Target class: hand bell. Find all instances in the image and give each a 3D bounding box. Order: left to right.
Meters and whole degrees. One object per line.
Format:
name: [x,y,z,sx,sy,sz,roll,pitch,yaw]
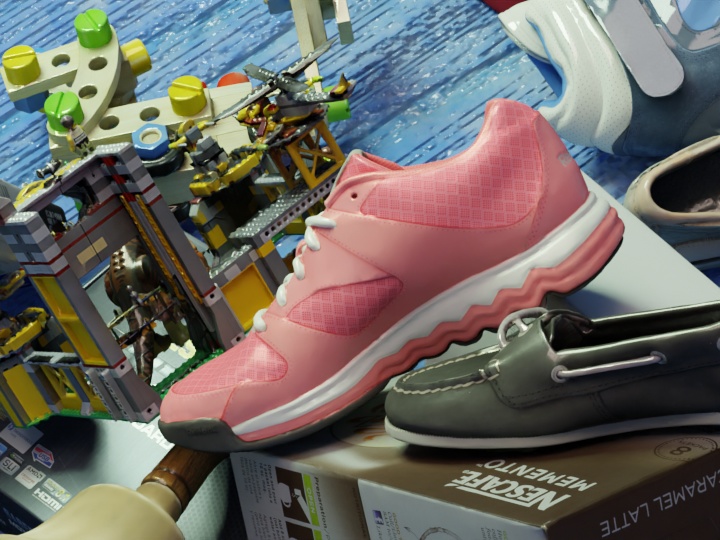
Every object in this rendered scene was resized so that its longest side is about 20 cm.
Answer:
hand bell: [-0.075,0.088,1.038,0.104,0.105,0.200,12,40,26]

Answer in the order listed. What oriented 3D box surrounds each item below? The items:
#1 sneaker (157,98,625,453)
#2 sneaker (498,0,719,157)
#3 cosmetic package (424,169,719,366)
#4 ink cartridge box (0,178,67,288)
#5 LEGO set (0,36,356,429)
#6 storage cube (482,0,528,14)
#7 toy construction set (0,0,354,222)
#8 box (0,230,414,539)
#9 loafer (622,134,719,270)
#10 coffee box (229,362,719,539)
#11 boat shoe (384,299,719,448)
sneaker: [0.000,0.000,0.999,0.199,0.087,0.074,-28,7,5]
sneaker: [0.139,-0.151,1.226,0.145,0.081,0.201,-1,70,7]
cosmetic package: [0.112,0.054,1.046,0.071,0.102,0.200,-15,41,-30]
ink cartridge box: [-0.246,0.002,1.162,0.199,0.198,0.047,-12,87,4]
LEGO set: [-0.093,-0.027,1.077,0.200,0.116,0.154,-36,18,-18]
storage cube: [0.093,-0.255,1.297,0.200,0.180,0.171,-37,48,-17]
toy construction set: [-0.081,-0.091,1.266,0.199,0.092,0.132,-22,44,11]
box: [-0.073,0.078,1.124,0.200,0.051,0.158,31,62,36]
loafer: [0.214,-0.052,1.139,0.199,0.063,0.072,-21,77,1]
coffee box: [0.055,0.098,0.971,0.114,0.080,0.199,-20,17,-32]
boat shoe: [0.102,0.028,0.925,0.199,0.057,0.067,-4,13,20]
